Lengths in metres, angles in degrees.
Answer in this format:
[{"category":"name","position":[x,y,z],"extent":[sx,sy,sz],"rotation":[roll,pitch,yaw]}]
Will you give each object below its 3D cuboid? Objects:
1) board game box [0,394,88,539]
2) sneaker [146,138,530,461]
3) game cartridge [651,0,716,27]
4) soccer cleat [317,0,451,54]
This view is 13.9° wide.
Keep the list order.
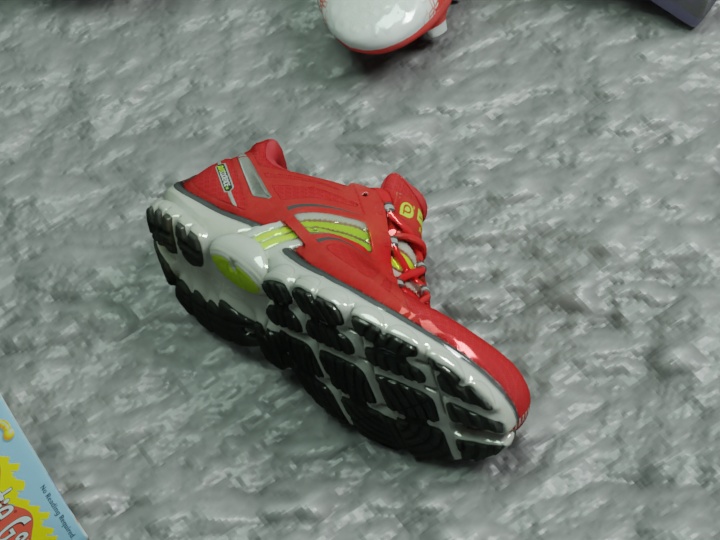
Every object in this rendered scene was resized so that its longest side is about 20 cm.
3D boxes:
[{"category":"board game box","position":[-0.222,0.103,1.098],"extent":[0.200,0.105,0.103],"rotation":[-37,47,-12]},{"category":"sneaker","position":[0.000,0.000,1.128],"extent":[0.085,0.077,0.200],"rotation":[-38,47,-21]},{"category":"game cartridge","position":[0.092,-0.203,1.245],"extent":[0.200,0.038,0.130],"rotation":[34,59,7]},{"category":"soccer cleat","position":[0.013,-0.178,1.275],"extent":[0.069,0.085,0.200],"rotation":[-3,48,19]}]
